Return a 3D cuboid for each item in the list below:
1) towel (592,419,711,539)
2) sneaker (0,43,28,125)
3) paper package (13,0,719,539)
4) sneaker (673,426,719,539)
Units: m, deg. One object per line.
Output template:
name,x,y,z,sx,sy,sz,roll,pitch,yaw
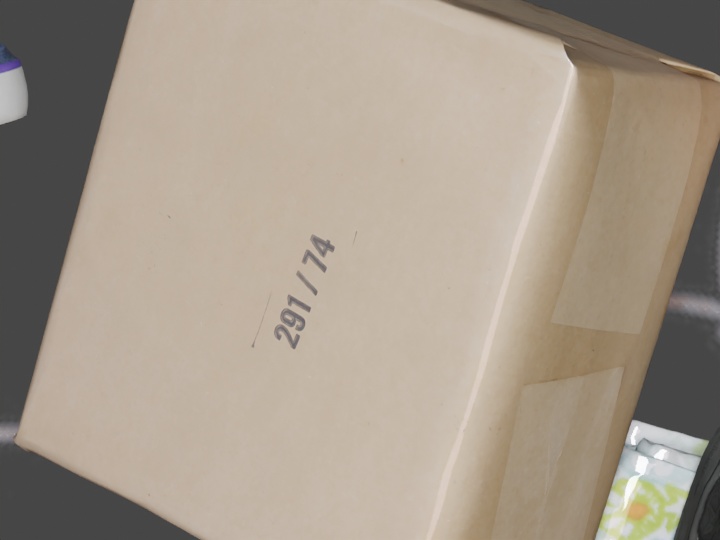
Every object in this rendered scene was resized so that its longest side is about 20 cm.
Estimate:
towel,0.135,0.164,0.980,0.171,0.048,0.201,17,94,-13
sneaker,-0.208,-0.124,0.947,0.199,0.081,0.147,6,102,9
paper package,0.000,0.000,0.934,0.190,0.103,0.200,24,103,34
sneaker,0.132,0.114,0.895,0.060,0.104,0.200,13,95,-14
